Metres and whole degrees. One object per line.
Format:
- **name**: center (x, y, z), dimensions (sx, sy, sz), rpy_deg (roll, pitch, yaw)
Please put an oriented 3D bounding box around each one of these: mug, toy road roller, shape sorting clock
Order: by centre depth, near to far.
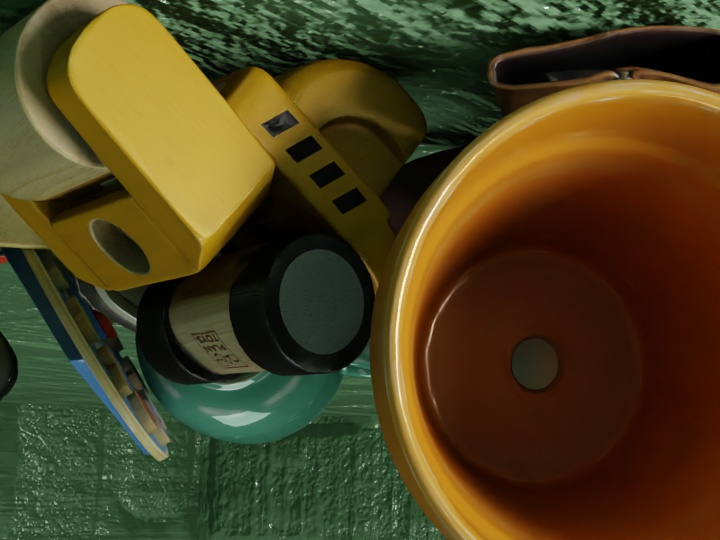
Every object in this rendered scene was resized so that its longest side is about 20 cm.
- **toy road roller**: center (-0.061, -0.051, 0.586), dimensions (0.200, 0.146, 0.122), rpy_deg (48, 149, -21)
- **shape sorting clock**: center (-0.181, 0.039, 0.903), dimensions (0.039, 0.201, 0.200), rpy_deg (-34, 175, -9)
- **mug**: center (-0.074, 0.041, 0.981), dimensions (0.184, 0.153, 0.114), rpy_deg (-26, 167, 0)

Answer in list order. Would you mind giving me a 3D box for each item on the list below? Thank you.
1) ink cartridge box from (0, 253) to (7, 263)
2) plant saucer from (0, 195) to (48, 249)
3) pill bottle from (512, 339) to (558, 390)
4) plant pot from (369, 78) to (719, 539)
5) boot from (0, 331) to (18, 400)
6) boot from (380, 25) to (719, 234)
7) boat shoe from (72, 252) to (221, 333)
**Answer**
- **ink cartridge box**: center (-0.339, -0.005, 1.044), dimensions (0.172, 0.044, 0.199), rpy_deg (11, 166, -40)
- **plant saucer**: center (-0.163, -0.050, 0.729), dimensions (0.198, 0.049, 0.200), rpy_deg (3, 171, -13)
- **pill bottle**: center (0.107, 0.067, 0.782), dimensions (0.113, 0.116, 0.200), rpy_deg (-1, 162, 14)
- **plant pot**: center (0.094, 0.037, 0.579), dimensions (0.198, 0.203, 0.183), rpy_deg (3, 174, -8)
- **boot**: center (-0.278, 0.002, 0.716), dimensions (0.199, 0.070, 0.132), rpy_deg (36, 166, 4)
- **boot**: center (0.075, -0.051, 0.632), dimensions (0.186, 0.069, 0.200), rpy_deg (0, 170, 9)
- **boat shoe**: center (-0.083, 0.012, 0.723), dimensions (0.060, 0.073, 0.200), rpy_deg (-10, 168, 35)
